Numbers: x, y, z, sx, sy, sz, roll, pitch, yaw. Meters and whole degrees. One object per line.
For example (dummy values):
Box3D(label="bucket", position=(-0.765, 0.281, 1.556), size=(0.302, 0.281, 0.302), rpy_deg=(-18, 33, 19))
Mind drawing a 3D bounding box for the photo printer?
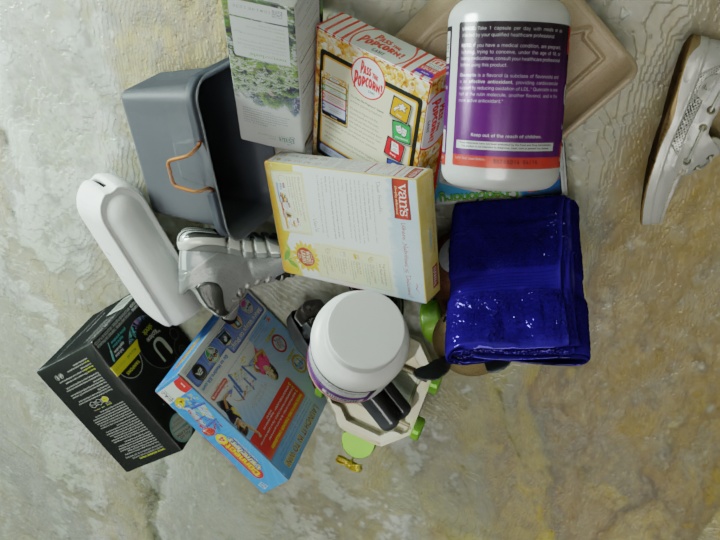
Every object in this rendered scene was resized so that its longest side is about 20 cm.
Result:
Box3D(label="photo printer", position=(-0.293, -0.033, 1.021), size=(0.166, 0.069, 0.201), rpy_deg=(17, 138, 60))

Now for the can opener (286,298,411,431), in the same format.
Box3D(label="can opener", position=(-0.020, 0.125, 1.028), size=(0.200, 0.053, 0.067), rpy_deg=(51, 136, 5))

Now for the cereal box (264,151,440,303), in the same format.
Box3D(label="cereal box", position=(-0.009, -0.050, 0.869), size=(0.199, 0.039, 0.145), rpy_deg=(12, 123, 31))

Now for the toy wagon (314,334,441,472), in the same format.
Box3D(label="toy wagon", position=(0.017, 0.173, 1.062), size=(0.154, 0.040, 0.201), rpy_deg=(22, 101, 12))

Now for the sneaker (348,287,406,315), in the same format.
Box3D(label="sneaker", position=(0.000, 0.000, 0.976), size=(0.073, 0.088, 0.201), rpy_deg=(-7, 116, 23))

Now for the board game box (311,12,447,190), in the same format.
Box3D(label="board game box", position=(0.017, -0.153, 0.851), size=(0.151, 0.046, 0.201), rpy_deg=(33, 140, 24))

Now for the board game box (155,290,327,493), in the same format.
Box3D(label="board game box", position=(-0.143, 0.154, 1.051), size=(0.056, 0.200, 0.196), rpy_deg=(-34, 105, 34))

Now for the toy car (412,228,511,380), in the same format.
Box3D(label="toy car", position=(0.124, 0.055, 0.903), size=(0.163, 0.200, 0.159), rpy_deg=(-12, 116, 24))

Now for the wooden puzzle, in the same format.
Box3D(label="wooden puzzle", position=(0.149, -0.214, 0.802), size=(0.185, 0.046, 0.200), rpy_deg=(-41, 85, 23))

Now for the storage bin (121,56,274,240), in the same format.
Box3D(label="storage bin", position=(-0.198, -0.143, 0.935), size=(0.133, 0.146, 0.201), rpy_deg=(6, 123, 26))

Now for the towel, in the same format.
Box3D(label="towel", position=(0.165, 0.005, 0.835), size=(0.146, 0.201, 0.050), rpy_deg=(-1, 146, 12))

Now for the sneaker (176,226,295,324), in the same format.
Box3D(label="sneaker", position=(-0.135, 0.012, 0.993), size=(0.198, 0.075, 0.117), rpy_deg=(6, 100, -15))

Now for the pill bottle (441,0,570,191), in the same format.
Box3D(label="pill bottle", position=(0.134, -0.178, 0.728), size=(0.111, 0.112, 0.202), rpy_deg=(5, 103, 15))

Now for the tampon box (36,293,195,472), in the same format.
Box3D(label="tampon box", position=(-0.325, 0.158, 1.142), size=(0.126, 0.150, 0.201), rpy_deg=(-25, 110, 29))

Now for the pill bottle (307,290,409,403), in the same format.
Box3D(label="pill bottle", position=(-0.004, 0.086, 0.896), size=(0.111, 0.112, 0.200), rpy_deg=(26, 164, 1))

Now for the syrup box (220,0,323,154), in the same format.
Box3D(label="syrup box", position=(-0.087, -0.226, 0.836), size=(0.078, 0.082, 0.201), rpy_deg=(15, 147, 9))

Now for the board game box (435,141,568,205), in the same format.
Box3D(label="board game box", position=(0.127, -0.140, 0.884), size=(0.198, 0.035, 0.127), rpy_deg=(-2, 118, 19))

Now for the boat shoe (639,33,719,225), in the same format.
Box3D(label="boat shoe", position=(0.337, -0.132, 0.799), size=(0.069, 0.071, 0.201), rpy_deg=(14, 122, 11))
